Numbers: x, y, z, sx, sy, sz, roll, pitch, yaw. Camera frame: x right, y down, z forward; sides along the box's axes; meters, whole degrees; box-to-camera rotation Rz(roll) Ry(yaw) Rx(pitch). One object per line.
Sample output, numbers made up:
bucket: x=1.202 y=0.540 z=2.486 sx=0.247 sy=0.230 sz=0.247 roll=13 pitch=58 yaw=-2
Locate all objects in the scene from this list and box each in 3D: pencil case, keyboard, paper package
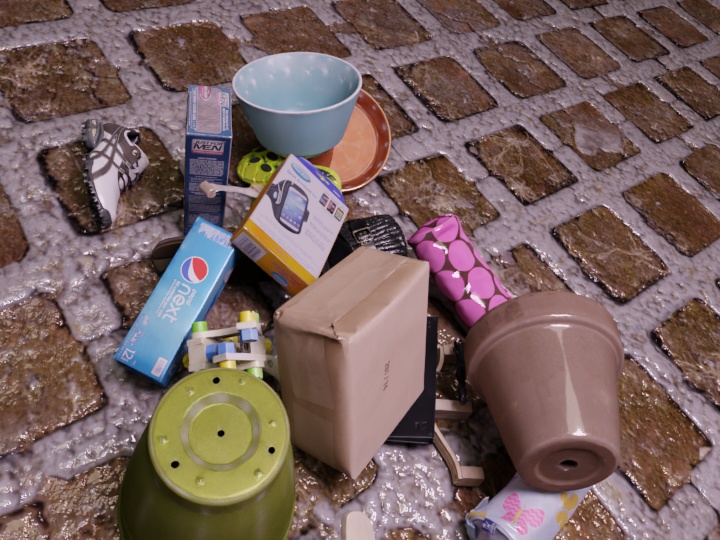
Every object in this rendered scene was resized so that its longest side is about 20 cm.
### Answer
pencil case: x=0.160 y=0.007 z=0.905 sx=0.093 sy=0.091 sz=0.201 roll=-37 pitch=94 yaw=0
pencil case: x=0.218 y=0.282 z=0.752 sx=0.199 sy=0.084 sz=0.090 roll=-30 pitch=24 yaw=-33
keyboard: x=0.092 y=0.144 z=0.829 sx=0.125 sy=0.021 sz=0.202 roll=-2 pitch=46 yaw=12
paper package: x=-0.002 y=0.100 z=0.712 sx=0.102 sy=0.203 sz=0.190 roll=17 pitch=35 yaw=29

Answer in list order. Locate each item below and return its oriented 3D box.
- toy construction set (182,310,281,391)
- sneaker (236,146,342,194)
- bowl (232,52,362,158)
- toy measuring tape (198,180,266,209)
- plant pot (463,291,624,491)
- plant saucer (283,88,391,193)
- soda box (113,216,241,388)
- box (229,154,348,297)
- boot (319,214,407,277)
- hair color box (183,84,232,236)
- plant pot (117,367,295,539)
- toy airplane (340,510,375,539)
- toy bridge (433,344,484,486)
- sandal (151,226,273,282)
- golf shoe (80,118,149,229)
toy construction set: x=-0.131 y=0.107 z=0.722 sx=0.129 sy=0.200 sz=0.094 roll=-15 pitch=59 yaw=19
sneaker: x=-0.117 y=-0.138 z=0.971 sx=0.198 sy=0.084 sz=0.075 roll=23 pitch=66 yaw=23
bowl: x=-0.096 y=-0.251 z=0.946 sx=0.197 sy=0.106 sz=0.203 roll=0 pitch=44 yaw=0
toy measuring tape: x=-0.150 y=-0.085 z=0.856 sx=0.198 sy=0.074 sz=0.074 roll=-3 pitch=50 yaw=-52
plant pot: x=0.229 y=0.154 z=0.721 sx=0.197 sy=0.202 sz=0.176 roll=13 pitch=41 yaw=-8
plant saucer: x=-0.045 y=-0.230 z=1.046 sx=0.196 sy=0.032 sz=0.204 roll=2 pitch=79 yaw=-11
soda box: x=-0.222 y=0.039 z=0.756 sx=0.063 sy=0.068 sz=0.202 roll=27 pitch=70 yaw=-1
box: x=-0.087 y=-0.070 z=0.823 sx=0.119 sy=0.041 sz=0.201 roll=43 pitch=38 yaw=-18
boot: x=0.000 y=-0.002 z=0.898 sx=0.155 sy=0.080 sz=0.214 roll=-1 pitch=54 yaw=-19
hair color box: x=-0.219 y=-0.148 z=0.856 sx=0.059 sy=0.201 sz=0.101 roll=2 pitch=52 yaw=-17
plant pot: x=-0.148 y=0.201 z=0.617 sx=0.197 sy=0.194 sz=0.203 roll=10 pitch=51 yaw=-12
toy airplane: x=-0.002 y=0.375 z=0.587 sx=0.201 sy=0.140 sz=0.201 roll=58 pitch=37 yaw=-20
toy bridge: x=0.119 y=0.189 z=0.825 sx=0.066 sy=0.027 sz=0.202 roll=6 pitch=51 yaw=-13
sandal: x=-0.195 y=-0.026 z=0.867 sx=0.196 sy=0.083 sz=0.055 roll=-4 pitch=32 yaw=-13
golf shoe: x=-0.360 y=-0.150 z=0.892 sx=0.093 sy=0.078 sz=0.202 roll=-4 pitch=56 yaw=-21
